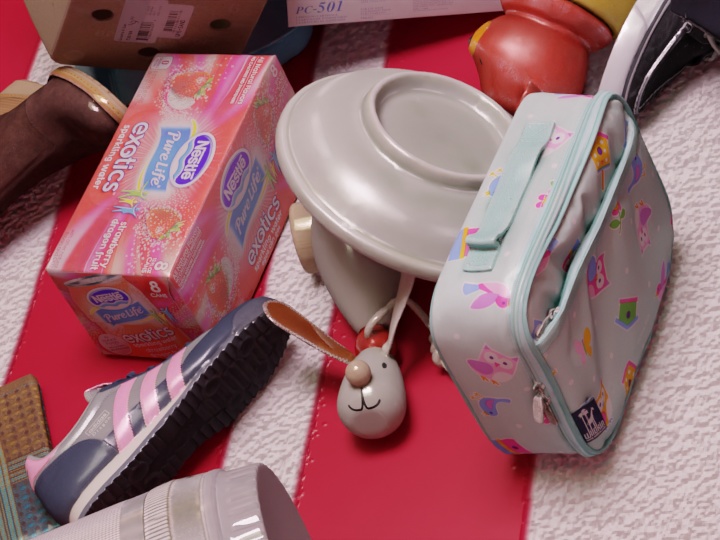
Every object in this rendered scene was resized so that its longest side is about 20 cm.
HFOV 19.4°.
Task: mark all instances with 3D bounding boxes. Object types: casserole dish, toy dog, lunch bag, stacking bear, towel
[{"bbox_3d":[-0.118,-0.174,1.588,0.199,0.039,0.121,-23,44,4],"label":"casserole dish"},{"bbox_3d":[0.000,0.000,1.333,0.132,0.096,0.200,-30,44,-2],"label":"toy dog"},{"bbox_3d":[0.116,0.002,1.231,0.077,0.161,0.201,3,52,28],"label":"lunch bag"},{"bbox_3d":[0.139,-0.194,1.416,0.113,0.121,0.201,25,85,-6],"label":"stacking bear"},{"bbox_3d":[-0.292,0.159,1.385,0.199,0.022,0.147,-23,46,2],"label":"towel"}]

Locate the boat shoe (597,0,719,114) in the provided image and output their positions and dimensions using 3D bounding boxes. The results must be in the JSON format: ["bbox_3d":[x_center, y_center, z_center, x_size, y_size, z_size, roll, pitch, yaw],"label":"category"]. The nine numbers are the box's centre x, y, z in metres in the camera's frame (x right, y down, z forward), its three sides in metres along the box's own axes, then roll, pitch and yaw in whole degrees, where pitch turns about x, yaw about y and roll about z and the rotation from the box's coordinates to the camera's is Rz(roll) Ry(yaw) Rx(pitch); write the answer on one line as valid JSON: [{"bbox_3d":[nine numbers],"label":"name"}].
[{"bbox_3d":[0.228,-0.172,1.403,0.068,0.072,0.200,30,72,17],"label":"boat shoe"}]

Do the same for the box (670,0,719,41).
[{"bbox_3d":[0.320,-0.197,1.275,0.199,0.124,0.198,-15,29,-19],"label":"box"}]

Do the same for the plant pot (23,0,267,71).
[{"bbox_3d":[-0.145,-0.249,1.480,0.199,0.200,0.178,2,63,-20],"label":"plant pot"}]

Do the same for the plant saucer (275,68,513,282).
[{"bbox_3d":[0.047,-0.074,1.333,0.199,0.050,0.201,14,40,-12],"label":"plant saucer"}]

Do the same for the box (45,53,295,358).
[{"bbox_3d":[-0.116,-0.045,1.430,0.102,0.095,0.201,4,53,27],"label":"box"}]

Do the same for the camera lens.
[{"bbox_3d":[-0.120,0.209,1.158,0.199,0.160,0.160,-22,45,6],"label":"camera lens"}]

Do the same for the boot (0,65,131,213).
[{"bbox_3d":[-0.251,-0.064,1.512,0.167,0.072,0.200,-55,29,-16],"label":"boot"}]

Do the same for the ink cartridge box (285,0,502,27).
[{"bbox_3d":[0.042,-0.228,1.513,0.199,0.044,0.094,-5,46,-3],"label":"ink cartridge box"}]

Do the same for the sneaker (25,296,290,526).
[{"bbox_3d":[-0.131,0.079,1.339,0.082,0.070,0.200,33,68,33],"label":"sneaker"}]
